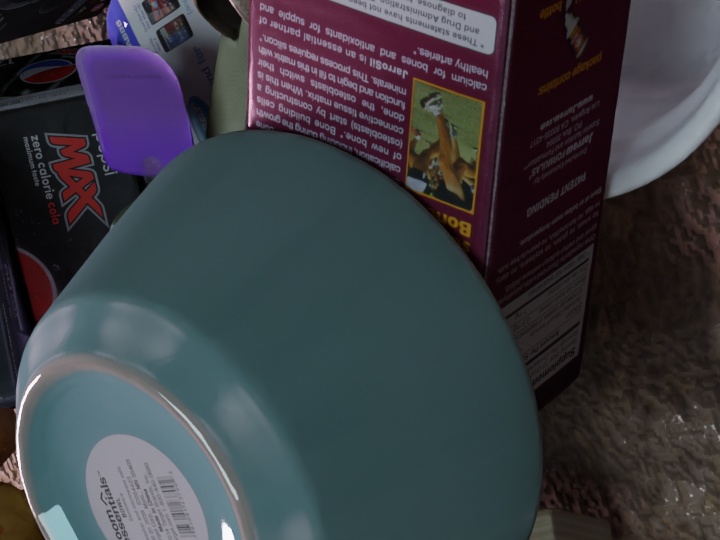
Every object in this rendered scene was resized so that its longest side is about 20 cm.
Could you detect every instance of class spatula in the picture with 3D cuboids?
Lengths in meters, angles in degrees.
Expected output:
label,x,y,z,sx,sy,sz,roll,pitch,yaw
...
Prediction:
label,x,y,z,sx,sy,sz,roll,pitch,yaw
spatula,-0.080,-0.022,0.900,0.056,0.021,0.200,3,134,31

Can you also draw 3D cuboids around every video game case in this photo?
label,x,y,z,sx,sy,sz,roll,pitch,yaw
video game case,-0.182,0.000,0.955,0.200,0.019,0.143,111,147,-85

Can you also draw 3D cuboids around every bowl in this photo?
label,x,y,z,sx,sy,sz,roll,pitch,yaw
bowl,-0.046,0.060,0.667,0.200,0.105,0.201,19,123,33

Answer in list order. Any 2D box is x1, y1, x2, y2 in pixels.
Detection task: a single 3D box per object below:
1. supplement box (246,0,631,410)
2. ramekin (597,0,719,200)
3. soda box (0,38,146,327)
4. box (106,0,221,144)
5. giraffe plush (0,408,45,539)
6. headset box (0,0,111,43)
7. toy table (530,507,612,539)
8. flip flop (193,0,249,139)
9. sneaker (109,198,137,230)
label,x,y,z,sx,sy,sz,roll,pitch,yaw
supplement box,0.025,-0.045,0.684,0.110,0.086,0.201,24,126,30
ramekin,0.086,-0.135,0.721,0.200,0.098,0.201,18,121,33
soda box,-0.137,-0.010,0.948,0.063,0.071,0.201,-111,10,-60
box,-0.038,-0.119,0.876,0.200,0.041,0.119,-23,93,46
giraffe plush,-0.221,0.134,1.032,0.162,0.200,0.173,54,135,8
headset box,-0.175,-0.164,0.859,0.149,0.200,0.077,-38,83,43
toy table,0.013,0.116,0.830,0.117,0.184,0.201,-21,74,37
flip flop,-0.044,-0.113,0.814,0.081,0.058,0.200,33,129,27
sneaker,-0.039,-0.008,0.817,0.200,0.089,0.077,-31,125,35
